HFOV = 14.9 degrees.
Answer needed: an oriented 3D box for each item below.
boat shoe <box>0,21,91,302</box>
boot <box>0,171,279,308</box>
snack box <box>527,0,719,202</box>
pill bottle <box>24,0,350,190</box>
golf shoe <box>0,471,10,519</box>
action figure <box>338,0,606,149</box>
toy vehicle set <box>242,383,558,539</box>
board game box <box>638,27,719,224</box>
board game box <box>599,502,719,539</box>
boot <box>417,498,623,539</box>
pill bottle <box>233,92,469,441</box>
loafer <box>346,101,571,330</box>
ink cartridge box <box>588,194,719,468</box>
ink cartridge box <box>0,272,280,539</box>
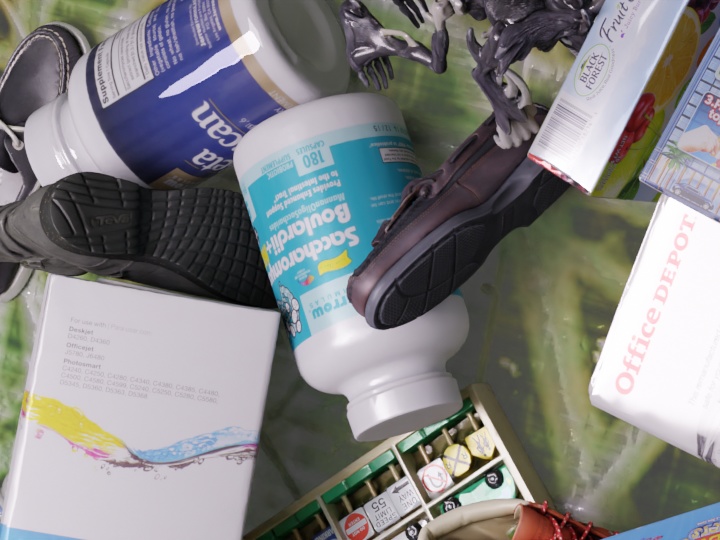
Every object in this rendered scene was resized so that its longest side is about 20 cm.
[{"bbox_3d":[-0.238,-0.072,1.847,0.074,0.060,0.200,29,103,26],"label":"boat shoe"},{"bbox_3d":[-0.146,-0.018,1.757,0.131,0.200,0.068,-10,68,55],"label":"boot"},{"bbox_3d":[0.188,-0.137,1.571,0.053,0.142,0.200,33,106,26],"label":"snack box"},{"bbox_3d":[-0.115,-0.111,1.752,0.200,0.111,0.111,-29,77,26],"label":"pill bottle"},{"bbox_3d":[-0.164,0.194,1.802,0.097,0.078,0.200,-47,71,14],"label":"golf shoe"},{"bbox_3d":[0.086,-0.144,1.611,0.200,0.102,0.119,10,61,48],"label":"action figure"},{"bbox_3d":[0.028,0.174,1.722,0.200,0.027,0.124,-36,74,24],"label":"toy vehicle set"},{"bbox_3d":[0.232,-0.130,1.450,0.062,0.200,0.200,29,104,10],"label":"board game box"},{"bbox_3d":[0.223,0.222,1.539,0.200,0.056,0.196,-22,119,27],"label":"board game box"},{"bbox_3d":[0.130,0.177,1.602,0.200,0.107,0.075,-6,43,10],"label":"boot"},{"bbox_3d":[0.000,0.000,1.685,0.111,0.111,0.200,-25,74,26],"label":"pill bottle"},{"bbox_3d":[0.054,-0.037,1.630,0.063,0.200,0.072,37,145,23],"label":"loafer"},{"bbox_3d":[0.251,0.048,1.567,0.200,0.084,0.146,26,105,26],"label":"ink cartridge box"},{"bbox_3d":[-0.139,0.112,1.705,0.146,0.147,0.200,10,87,-3],"label":"ink cartridge box"}]
